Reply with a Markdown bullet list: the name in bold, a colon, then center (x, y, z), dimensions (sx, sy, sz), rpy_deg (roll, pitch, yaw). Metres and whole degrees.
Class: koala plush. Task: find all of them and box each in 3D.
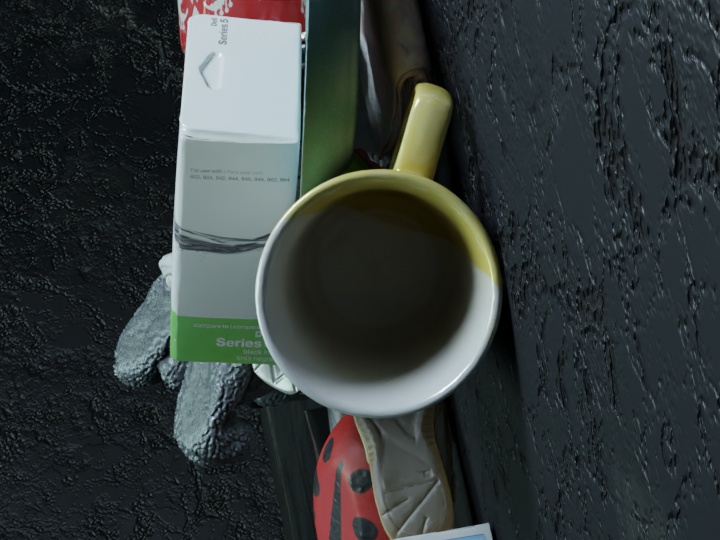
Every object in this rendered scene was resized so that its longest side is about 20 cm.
- **koala plush**: center (-0.081, 0.067, 1.984), dimensions (0.177, 0.199, 0.185), rpy_deg (45, 114, 39)

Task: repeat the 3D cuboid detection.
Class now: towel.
- **towel**: center (0.010, -0.195, 1.528), dimensions (0.191, 0.032, 0.202), rpy_deg (103, 155, -73)

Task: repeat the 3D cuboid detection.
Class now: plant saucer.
- **plant saucer**: center (-0.019, -0.143, 1.434), dimensions (0.200, 0.036, 0.202), rpy_deg (-177, 90, -88)

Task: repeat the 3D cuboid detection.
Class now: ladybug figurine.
- **ladybug figurine**: center (0.008, 0.194, 1.792), dimensions (0.136, 0.072, 0.201), rpy_deg (38, 138, 44)

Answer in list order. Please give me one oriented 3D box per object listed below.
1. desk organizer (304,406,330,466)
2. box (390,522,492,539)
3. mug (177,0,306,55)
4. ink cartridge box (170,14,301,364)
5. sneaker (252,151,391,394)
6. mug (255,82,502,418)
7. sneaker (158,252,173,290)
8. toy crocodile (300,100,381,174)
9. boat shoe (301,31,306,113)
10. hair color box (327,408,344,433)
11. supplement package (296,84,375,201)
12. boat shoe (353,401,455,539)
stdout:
- **desk organizer**: center (0.006, 0.209, 1.978), dimensions (0.201, 0.071, 0.077), rpy_deg (-109, 9, -53)
- **box**: center (0.042, 0.267, 1.583), dimensions (0.200, 0.111, 0.102), rpy_deg (96, 164, -65)
- **mug**: center (-0.090, -0.266, 1.637), dimensions (0.177, 0.132, 0.202), rpy_deg (34, -126, -78)
- **ink cartridge box**: center (-0.088, -0.056, 1.545), dimensions (0.146, 0.083, 0.201), rpy_deg (-92, 7, -50)
- **sneaker**: center (0.000, 0.000, 1.695), dimensions (0.129, 0.079, 0.201), rpy_deg (-6, -62, -62)
- **mug**: center (0.025, -0.006, 1.391), dimensions (0.150, 0.186, 0.153), rpy_deg (48, -175, -4)
- **sneaker**: center (-0.111, 0.021, 1.755), dimensions (0.200, 0.077, 0.100), rpy_deg (120, 134, -78)
- **toy crocodile**: center (0.013, -0.032, 1.557), dimensions (0.201, 0.061, 0.068), rpy_deg (60, 175, -3)
- **boat shoe**: center (-0.066, -0.120, 1.635), dimensions (0.200, 0.071, 0.063), rpy_deg (-33, 67, 48)
- **hair color box**: center (0.002, 0.091, 1.882), dimensions (0.099, 0.060, 0.202), rpy_deg (-115, 17, -65)
- **supplement package**: center (-0.044, -0.096, 1.780), dimensions (0.114, 0.109, 0.202), rpy_deg (-126, 26, -74)
- **boat shoe**: center (0.030, 0.118, 1.626), dimensions (0.066, 0.073, 0.202), rpy_deg (78, -174, -67)
